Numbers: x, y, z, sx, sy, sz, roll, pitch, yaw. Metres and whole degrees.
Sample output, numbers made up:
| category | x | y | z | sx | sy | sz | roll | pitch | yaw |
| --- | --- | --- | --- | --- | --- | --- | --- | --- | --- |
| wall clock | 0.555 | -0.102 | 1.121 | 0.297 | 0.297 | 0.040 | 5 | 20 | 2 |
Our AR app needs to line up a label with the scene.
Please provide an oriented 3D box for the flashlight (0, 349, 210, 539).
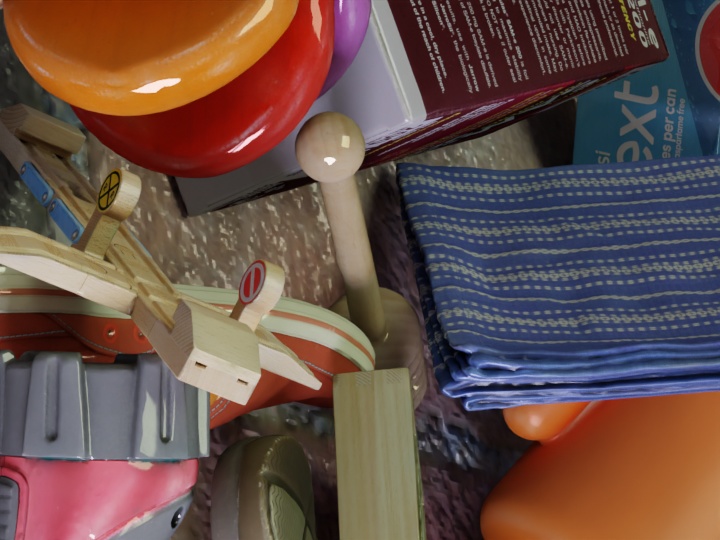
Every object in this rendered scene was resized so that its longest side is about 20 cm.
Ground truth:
| category | x | y | z | sx | sy | sz | roll | pitch | yaw |
| --- | --- | --- | --- | --- | --- | --- | --- | --- | --- |
| flashlight | -0.079 | 0.124 | 0.826 | 0.068 | 0.067 | 0.202 | 4 | 87 | -76 |

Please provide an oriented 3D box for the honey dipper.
| category | x | y | z | sx | sy | sz | roll | pitch | yaw |
| --- | --- | --- | --- | --- | --- | --- | --- | --- | --- |
| honey dipper | 0.000 | 0.000 | 0.971 | 0.200 | 0.038 | 0.038 | 80 | 6 | -65 |

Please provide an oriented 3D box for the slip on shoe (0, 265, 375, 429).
| category | x | y | z | sx | sy | sz | roll | pitch | yaw |
| --- | --- | --- | --- | --- | --- | --- | --- | --- | --- |
| slip on shoe | -0.071 | 0.035 | 0.925 | 0.199 | 0.074 | 0.062 | 6 | 82 | -50 |

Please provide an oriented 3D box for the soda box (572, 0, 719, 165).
| category | x | y | z | sx | sy | sz | roll | pitch | yaw |
| --- | --- | --- | --- | --- | --- | --- | --- | --- | --- |
| soda box | 0.136 | -0.113 | 1.204 | 0.064 | 0.067 | 0.201 | -40 | 138 | -54 |

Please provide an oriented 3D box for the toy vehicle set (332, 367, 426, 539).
| category | x | y | z | sx | sy | sz | roll | pitch | yaw |
| --- | --- | --- | --- | --- | --- | --- | --- | --- | --- |
| toy vehicle set | 0.012 | 0.149 | 0.955 | 0.124 | 0.026 | 0.201 | 81 | 6 | -67 |

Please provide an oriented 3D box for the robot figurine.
| category | x | y | z | sx | sy | sz | roll | pitch | yaw |
| --- | --- | --- | --- | --- | --- | --- | --- | --- | --- |
| robot figurine | 0.125 | 0.083 | 1.088 | 0.144 | 0.117 | 0.200 | 39 | 72 | 11 |

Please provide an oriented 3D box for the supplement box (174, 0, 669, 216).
| category | x | y | z | sx | sy | sz | roll | pitch | yaw |
| --- | --- | --- | --- | --- | --- | --- | --- | --- | --- |
| supplement box | 0.021 | -0.078 | 1.071 | 0.200 | 0.108 | 0.061 | -19 | 88 | -55 |

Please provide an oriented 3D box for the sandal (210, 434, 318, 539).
| category | x | y | z | sx | sy | sz | roll | pitch | yaw |
| --- | --- | --- | --- | --- | --- | --- | --- | --- | --- |
| sandal | -0.034 | 0.123 | 0.895 | 0.200 | 0.054 | 0.082 | 78 | 8 | -55 |

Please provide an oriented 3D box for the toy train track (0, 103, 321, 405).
| category | x | y | z | sx | sy | sz | roll | pitch | yaw |
| --- | --- | --- | --- | --- | --- | --- | --- | --- | --- |
| toy train track | -0.071 | -0.017 | 0.867 | 0.114 | 0.033 | 0.200 | 23 | 11 | -30 |

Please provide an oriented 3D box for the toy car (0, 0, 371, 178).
| category | x | y | z | sx | sy | sz | roll | pitch | yaw |
| --- | --- | --- | --- | --- | --- | --- | --- | --- | --- |
| toy car | -0.049 | -0.111 | 0.893 | 0.200 | 0.174 | 0.151 | -60 | 142 | -61 |

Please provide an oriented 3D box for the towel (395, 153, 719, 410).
| category | x | y | z | sx | sy | sz | roll | pitch | yaw |
| --- | --- | --- | --- | --- | --- | --- | --- | --- | --- |
| towel | 0.090 | -0.004 | 1.047 | 0.200 | 0.144 | 0.024 | -102 | -170 | -66 |
